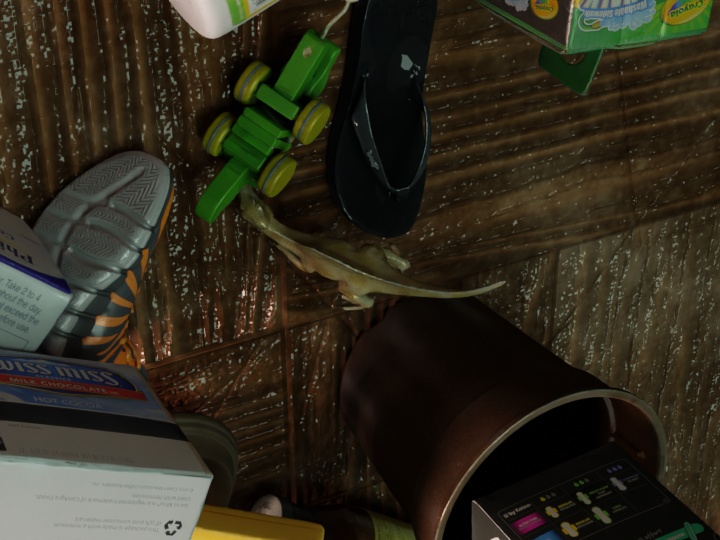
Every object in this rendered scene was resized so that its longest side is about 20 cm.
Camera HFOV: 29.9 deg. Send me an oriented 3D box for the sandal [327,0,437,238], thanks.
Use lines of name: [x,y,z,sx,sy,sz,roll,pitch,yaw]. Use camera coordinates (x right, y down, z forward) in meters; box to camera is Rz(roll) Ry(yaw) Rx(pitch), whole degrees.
sandal: [0.019,-0.108,0.941,0.076,0.043,0.201,-14,124,-24]

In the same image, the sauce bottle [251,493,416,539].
sauce bottle: [-0.006,0.226,1.116,0.200,0.066,0.066,29,100,-39]

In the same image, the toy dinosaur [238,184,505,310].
toy dinosaur: [0.000,0.000,0.931,0.101,0.199,0.058,32,80,-79]

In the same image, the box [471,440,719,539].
box: [0.175,0.239,0.884,0.124,0.200,0.149,-19,125,-22]

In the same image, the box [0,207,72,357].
box: [-0.307,0.032,0.784,0.184,0.105,0.200,31,99,-40]

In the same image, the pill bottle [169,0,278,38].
pill bottle: [-0.035,-0.232,0.788,0.200,0.111,0.111,-34,130,-10]

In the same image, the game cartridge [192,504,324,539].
game cartridge: [-0.120,0.236,0.920,0.176,0.032,0.201,10,123,2]

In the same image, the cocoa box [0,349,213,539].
cocoa box: [-0.208,0.126,0.743,0.199,0.131,0.134,11,109,-34]

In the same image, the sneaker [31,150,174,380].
sneaker: [-0.173,0.022,0.891,0.200,0.077,0.112,-58,152,-6]

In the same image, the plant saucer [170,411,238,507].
plant saucer: [-0.172,0.179,0.968,0.200,0.029,0.200,-25,147,-18]

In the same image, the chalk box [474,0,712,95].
chalk box: [0.160,-0.223,0.906,0.124,0.125,0.201,-12,124,-25]

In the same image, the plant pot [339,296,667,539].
plant pot: [0.092,0.124,1.025,0.200,0.198,0.201,-16,126,-23]

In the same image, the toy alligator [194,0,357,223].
toy alligator: [-0.045,-0.117,0.894,0.200,0.059,0.054,-57,172,7]
